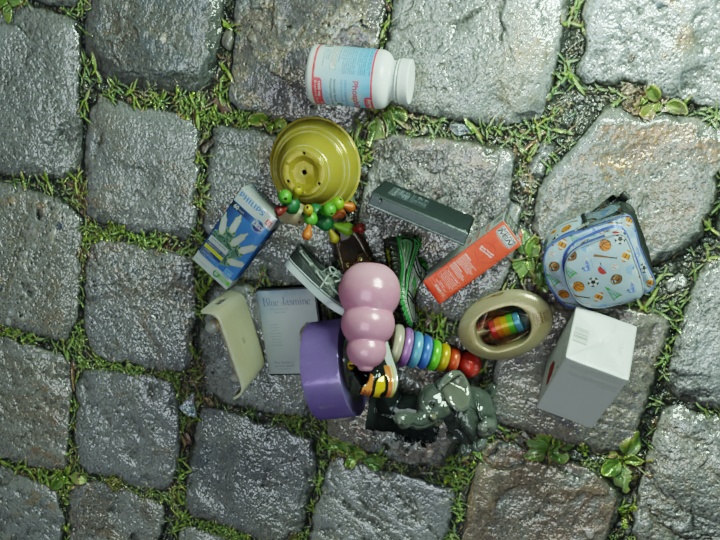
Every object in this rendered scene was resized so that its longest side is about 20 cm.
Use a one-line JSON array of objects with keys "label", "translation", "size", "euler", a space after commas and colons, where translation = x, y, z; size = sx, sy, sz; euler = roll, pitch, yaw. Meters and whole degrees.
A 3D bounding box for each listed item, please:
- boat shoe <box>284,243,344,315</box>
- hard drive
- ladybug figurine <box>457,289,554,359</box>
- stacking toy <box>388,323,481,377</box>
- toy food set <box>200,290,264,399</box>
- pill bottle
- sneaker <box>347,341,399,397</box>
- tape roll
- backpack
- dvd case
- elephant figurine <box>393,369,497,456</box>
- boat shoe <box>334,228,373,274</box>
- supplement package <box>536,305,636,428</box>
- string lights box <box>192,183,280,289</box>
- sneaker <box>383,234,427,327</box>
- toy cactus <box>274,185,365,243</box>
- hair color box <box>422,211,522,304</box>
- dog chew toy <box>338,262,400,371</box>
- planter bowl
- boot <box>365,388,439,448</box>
[{"label": "boat shoe", "translation": [-0.068, 0.021, 1.599], "size": [0.199, 0.073, 0.069], "euler": [41, 104, 21]}, {"label": "hard drive", "translation": [0.121, -0.114, 1.481], "size": [0.197, 0.140, 0.033], "euler": [23, 109, 7]}, {"label": "ladybug figurine", "translation": [0.293, 0.103, 1.535], "size": [0.196, 0.072, 0.138], "euler": [-15, 101, 18]}, {"label": "stacking toy", "translation": [0.156, 0.173, 1.580], "size": [0.196, 0.086, 0.087], "euler": [14, 109, -7]}, {"label": "toy food set", "translation": [-0.277, 0.157, 1.654], "size": [0.059, 0.144, 0.204], "euler": [-13, 102, 16]}, {"label": "pill bottle", "translation": [0.001, -0.367, 1.458], "size": [0.196, 0.109, 0.111], "euler": [8, 107, 12]}, {"label": "sneaker", "translation": [0.010, 0.168, 1.543], "size": [0.088, 0.202, 0.071], "euler": [2, 133, -25]}, {"label": "tape roll", "translation": [-0.052, 0.202, 1.581], "size": [0.083, 0.200, 0.204], "euler": [-8, 103, 17]}, {"label": "backpack", "translation": [0.438, -0.015, 1.432], "size": [0.188, 0.154, 0.203], "euler": [-17, 104, 28]}, {"label": "dvd case", "translation": [-0.149, 0.132, 1.682], "size": [0.140, 0.018, 0.204], "euler": [-3, 104, 16]}, {"label": "elephant figurine", "translation": [0.173, 0.268, 1.537], "size": [0.198, 0.156, 0.142], "euler": [35, 106, -14]}, {"label": "boat shoe", "translation": [0.000, 0.000, 1.579], "size": [0.069, 0.070, 0.203], "euler": [-24, 98, 8]}, {"label": "supplement package", "translation": [0.425, 0.187, 1.452], "size": [0.118, 0.123, 0.202], "euler": [19, 144, 8]}, {"label": "string lights box", "translation": [-0.259, -0.072, 1.631], "size": [0.102, 0.059, 0.201], "euler": [40, 110, 2]}, {"label": "sneaker", "translation": [0.103, 0.023, 1.559], "size": [0.083, 0.078, 0.204], "euler": [-13, 116, -11]}, {"label": "toy cactus", "translation": [-0.101, -0.103, 1.512], "size": [0.163, 0.198, 0.105], "euler": [0, 83, 48]}, {"label": "hair color box", "translation": [0.221, -0.026, 1.502], "size": [0.199, 0.102, 0.062], "euler": [-39, 93, 21]}, {"label": "dog chew toy", "translation": [0.015, 0.091, 1.480], "size": [0.122, 0.125, 0.205], "euler": [1, 79, 13]}, {"label": "planter bowl", "translation": [-0.103, -0.203, 1.543], "size": [0.196, 0.083, 0.205], "euler": [3, 106, 12]}, {"label": "boot", "translation": [0.099, 0.274, 1.632], "size": [0.159, 0.073, 0.203], "euler": [10, 106, 8]}]
